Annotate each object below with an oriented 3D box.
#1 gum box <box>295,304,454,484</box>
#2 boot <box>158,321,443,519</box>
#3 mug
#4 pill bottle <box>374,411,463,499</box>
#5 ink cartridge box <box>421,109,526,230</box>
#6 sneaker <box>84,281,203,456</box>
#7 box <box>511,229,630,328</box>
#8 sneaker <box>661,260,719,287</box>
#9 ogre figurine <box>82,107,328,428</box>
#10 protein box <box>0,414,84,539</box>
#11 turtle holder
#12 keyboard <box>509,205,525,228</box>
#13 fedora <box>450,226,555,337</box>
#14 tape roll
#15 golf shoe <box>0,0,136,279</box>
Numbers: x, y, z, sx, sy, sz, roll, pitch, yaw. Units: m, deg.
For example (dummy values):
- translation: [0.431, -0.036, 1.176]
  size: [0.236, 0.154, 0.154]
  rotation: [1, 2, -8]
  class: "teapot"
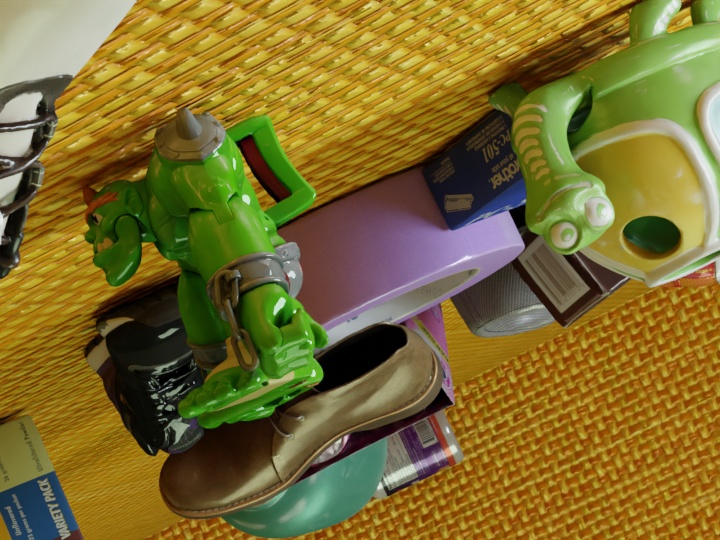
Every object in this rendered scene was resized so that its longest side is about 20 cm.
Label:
- translation: [-0.035, 0.084, 1.677]
  size: [0.199, 0.066, 0.114]
  rotation: [-28, -144, 17]
  class: "gum box"
- translation: [-0.048, 0.089, 1.446]
  size: [0.199, 0.074, 0.075]
  rotation: [-30, 155, 5]
  class: "boot"
- translation: [-0.082, 0.159, 1.956]
  size: [0.185, 0.153, 0.114]
  rotation: [-28, 169, 26]
  class: "mug"
- translation: [0.049, 0.284, 3.506]
  size: [0.199, 0.112, 0.111]
  rotation: [-25, 173, 0]
  class: "pill bottle"
- translation: [0.140, -0.085, 1.369]
  size: [0.200, 0.044, 0.094]
  rotation: [-20, 170, -37]
  class: "ink cartridge box"
- translation: [-0.114, 0.063, 1.390]
  size: [0.075, 0.088, 0.200]
  rotation: [-23, 173, -14]
  class: "sneaker"
- translation: [0.206, -0.051, 1.583]
  size: [0.200, 0.075, 0.100]
  rotation: [-37, 175, -19]
  class: "box"
- translation: [0.233, -0.050, 1.716]
  size: [0.077, 0.073, 0.200]
  rotation: [-1, -157, 2]
  class: "sneaker"
- translation: [-0.060, 0.001, 0.994]
  size: [0.098, 0.120, 0.200]
  rotation: [-22, 172, 10]
  class: "ogre figurine"
- translation: [-0.318, 0.218, 1.626]
  size: [0.198, 0.135, 0.200]
  rotation: [-21, 173, -25]
  class: "protein box"
- translation: [0.155, -0.065, 1.206]
  size: [0.141, 0.132, 0.185]
  rotation: [-26, 173, 10]
  class: "turtle holder"
- translation: [0.021, -0.015, 1.580]
  size: [0.199, 0.040, 0.104]
  rotation: [-26, 150, 17]
  class: "keyboard"
- translation: [0.138, -0.008, 1.735]
  size: [0.200, 0.091, 0.177]
  rotation: [-20, 171, -39]
  class: "fedora"
- translation: [0.000, 0.000, 1.426]
  size: [0.199, 0.066, 0.200]
  rotation: [-24, 172, -3]
  class: "tape roll"
- translation: [-0.111, -0.037, 0.642]
  size: [0.200, 0.095, 0.078]
  rotation: [-32, 169, 36]
  class: "golf shoe"
